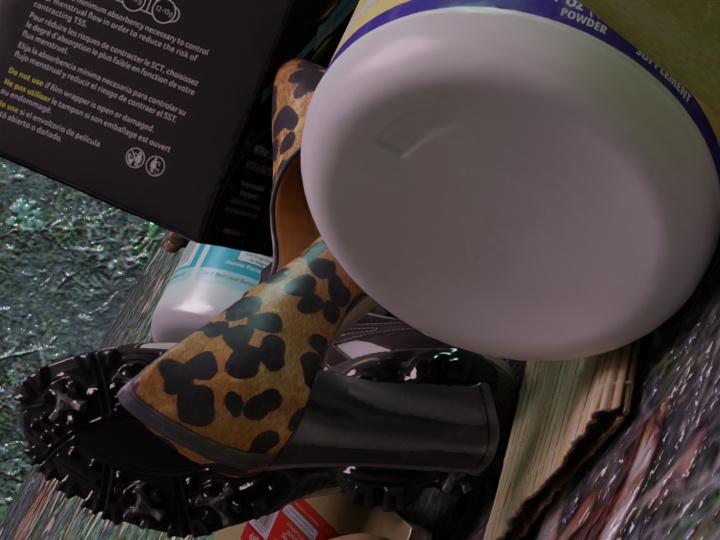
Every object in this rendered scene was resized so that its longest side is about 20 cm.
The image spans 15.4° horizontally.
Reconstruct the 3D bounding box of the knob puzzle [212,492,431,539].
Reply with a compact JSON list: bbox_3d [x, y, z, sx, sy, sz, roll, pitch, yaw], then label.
[{"bbox_3d":[-0.037,0.174,1.098,0.220,0.030,0.220,-47,31,40],"label":"knob puzzle"}]

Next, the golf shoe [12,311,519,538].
[{"bbox_3d":[-0.034,0.056,1.060,0.095,0.199,0.078,-60,-31,-70],"label":"golf shoe"}]

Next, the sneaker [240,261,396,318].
[{"bbox_3d":[0.035,-0.003,1.151,0.200,0.085,0.075,-34,44,24],"label":"sneaker"}]

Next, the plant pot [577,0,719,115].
[{"bbox_3d":[0.112,-0.126,0.711,0.201,0.184,0.200,-58,9,14],"label":"plant pot"}]

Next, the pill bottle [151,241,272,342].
[{"bbox_3d":[-0.029,-0.026,1.488,0.201,0.110,0.111,-64,9,-23],"label":"pill bottle"}]

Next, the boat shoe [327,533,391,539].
[{"bbox_3d":[-0.047,0.175,0.992,0.200,0.070,0.071,-48,29,38],"label":"boat shoe"}]

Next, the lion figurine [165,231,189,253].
[{"bbox_3d":[-0.037,-0.010,1.574,0.200,0.122,0.072,-47,0,-16],"label":"lion figurine"}]

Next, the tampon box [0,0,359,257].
[{"bbox_3d":[-0.066,-0.123,1.122,0.201,0.126,0.150,-67,-12,2],"label":"tampon box"}]

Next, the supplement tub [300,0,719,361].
[{"bbox_3d":[0.072,-0.084,0.941,0.146,0.145,0.201,-52,11,47],"label":"supplement tub"}]

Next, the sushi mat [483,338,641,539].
[{"bbox_3d":[0.084,0.017,0.996,0.096,0.012,0.200,-56,10,37],"label":"sushi mat"}]

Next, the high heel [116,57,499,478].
[{"bbox_3d":[-0.039,-0.012,0.964,0.072,0.142,0.201,-55,42,38],"label":"high heel"}]
